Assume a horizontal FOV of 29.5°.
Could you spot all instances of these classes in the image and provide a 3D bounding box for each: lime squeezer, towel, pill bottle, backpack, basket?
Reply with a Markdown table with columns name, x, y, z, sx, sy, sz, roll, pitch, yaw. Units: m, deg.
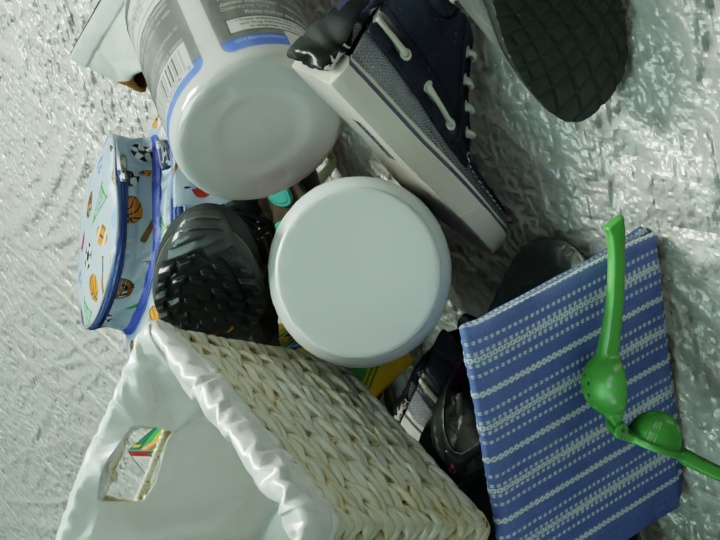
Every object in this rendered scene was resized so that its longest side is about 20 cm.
| name | x | y | z | sx | sy | sz | roll | pitch | yaw |
| --- | --- | --- | --- | --- | --- | --- | --- | --- | --- |
| lime squeezer | 0.167 | 0.071 | 0.773 | 0.201 | 0.070 | 0.038 | 55 | 164 | -13 |
| towel | 0.127 | 0.089 | 0.803 | 0.024 | 0.143 | 0.203 | 28 | 138 | 51 |
| pill bottle | -0.092 | -0.152 | 0.898 | 0.115 | 0.112 | 0.201 | 95 | 158 | -45 |
| backpack | -0.141 | -0.011 | 1.065 | 0.201 | 0.152 | 0.193 | 119 | 141 | -57 |
| basket | -0.058 | 0.167 | 0.806 | 0.200 | 0.159 | 0.200 | 42 | 115 | 44 |
| pill bottle | 0.000 | 0.000 | 0.862 | 0.115 | 0.113 | 0.200 | 59 | -179 | 0 |

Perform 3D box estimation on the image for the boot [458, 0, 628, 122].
| name | x | y | z | sx | sy | sz | roll | pitch | yaw |
| --- | --- | --- | --- | --- | --- | --- | --- | --- | --- |
| boot | 0.063 | -0.178 | 0.747 | 0.201 | 0.070 | 0.132 | 53 | 178 | -27 |

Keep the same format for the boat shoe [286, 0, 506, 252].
| name | x | y | z | sx | sy | sz | roll | pitch | yaw |
| --- | --- | --- | --- | --- | --- | --- | --- | --- | --- |
| boat shoe | 0.049 | -0.099 | 0.832 | 0.200 | 0.093 | 0.074 | 44 | 173 | -39 |

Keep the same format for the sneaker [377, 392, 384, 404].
| name | x | y | z | sx | sy | sz | roll | pitch | yaw |
| --- | --- | --- | --- | --- | --- | --- | --- | --- | --- |
| sneaker | -0.028 | 0.167 | 1.167 | 0.199 | 0.078 | 0.117 | -12 | 105 | 60 |

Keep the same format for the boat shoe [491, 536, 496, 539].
| name | x | y | z | sx | sy | sz | roll | pitch | yaw |
| --- | --- | --- | --- | --- | --- | --- | --- | --- | --- |
| boat shoe | 0.099 | 0.221 | 0.856 | 0.071 | 0.072 | 0.203 | -14 | 87 | 24 |

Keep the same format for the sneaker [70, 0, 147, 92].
| name | x | y | z | sx | sy | sz | roll | pitch | yaw |
| --- | --- | --- | --- | --- | --- | --- | --- | --- | --- |
| sneaker | -0.154 | -0.209 | 1.058 | 0.084 | 0.073 | 0.200 | 31 | 145 | -13 |

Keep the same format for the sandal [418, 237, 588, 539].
| name | x | y | z | sx | sy | sz | roll | pitch | yaw |
| --- | --- | --- | --- | --- | --- | --- | --- | --- | --- |
| sandal | 0.078 | 0.072 | 0.828 | 0.075 | 0.203 | 0.048 | 20 | 176 | 34 |

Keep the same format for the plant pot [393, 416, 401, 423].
| name | x | y | z | sx | sy | sz | roll | pitch | yaw |
| --- | --- | --- | --- | --- | --- | --- | --- | --- | --- |
| plant pot | 0.030 | 0.185 | 1.007 | 0.199 | 0.198 | 0.137 | 9 | 104 | 52 |

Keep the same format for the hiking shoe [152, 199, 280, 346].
| name | x | y | z | sx | sy | sz | roll | pitch | yaw |
| --- | --- | --- | --- | --- | --- | --- | --- | --- | --- |
| hiking shoe | -0.092 | -0.007 | 0.893 | 0.201 | 0.074 | 0.102 | 85 | -179 | -65 |

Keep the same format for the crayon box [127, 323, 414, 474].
| name | x | y | z | sx | sy | sz | roll | pitch | yaw |
| --- | --- | --- | --- | --- | --- | --- | --- | --- | --- |
| crayon box | -0.074 | 0.106 | 1.074 | 0.059 | 0.172 | 0.199 | 54 | 153 | -12 |

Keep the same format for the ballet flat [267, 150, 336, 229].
| name | x | y | z | sx | sy | sz | roll | pitch | yaw |
| --- | --- | --- | --- | --- | --- | --- | --- | --- | --- |
| ballet flat | -0.037 | -0.050 | 0.998 | 0.068 | 0.068 | 0.203 | 16 | 129 | 51 |

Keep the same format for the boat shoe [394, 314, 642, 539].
| name | x | y | z | sx | sy | sz | roll | pitch | yaw |
| --- | --- | --- | --- | --- | --- | --- | --- | --- | --- |
| boat shoe | 0.113 | 0.115 | 0.903 | 0.199 | 0.074 | 0.094 | 35 | 131 | 19 |
